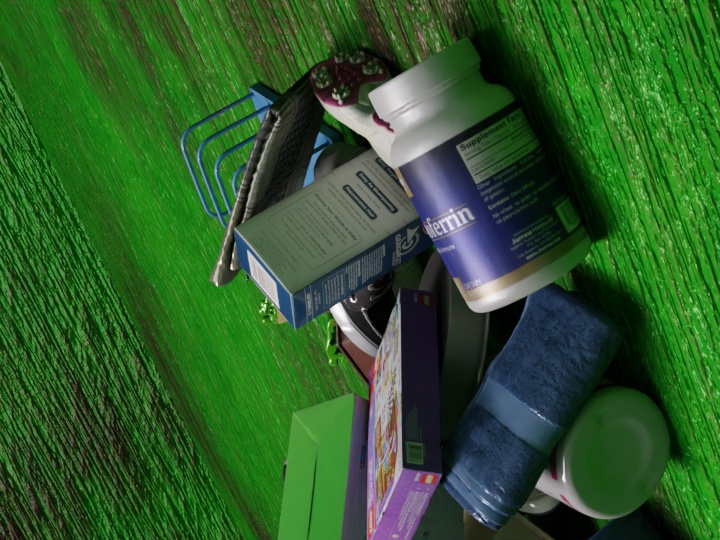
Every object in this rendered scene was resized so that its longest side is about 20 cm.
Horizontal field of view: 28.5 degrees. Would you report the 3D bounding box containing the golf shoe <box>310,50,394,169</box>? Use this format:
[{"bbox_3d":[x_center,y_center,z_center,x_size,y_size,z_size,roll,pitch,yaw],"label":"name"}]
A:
[{"bbox_3d":[0.019,-0.138,1.323,0.200,0.075,0.092,42,159,46],"label":"golf shoe"}]

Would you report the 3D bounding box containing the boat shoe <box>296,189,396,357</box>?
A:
[{"bbox_3d":[0.000,0.000,1.437,0.066,0.070,0.201,-17,107,43],"label":"boat shoe"}]

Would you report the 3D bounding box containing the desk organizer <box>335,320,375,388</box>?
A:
[{"bbox_3d":[0.047,0.103,1.614,0.200,0.076,0.072,55,-157,-43],"label":"desk organizer"}]

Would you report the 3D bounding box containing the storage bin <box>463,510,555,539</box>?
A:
[{"bbox_3d":[0.168,0.334,1.537,0.198,0.094,0.200,38,167,-16],"label":"storage bin"}]

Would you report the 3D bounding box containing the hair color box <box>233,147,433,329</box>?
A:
[{"bbox_3d":[-0.010,-0.040,1.343,0.100,0.199,0.061,48,158,29],"label":"hair color box"}]

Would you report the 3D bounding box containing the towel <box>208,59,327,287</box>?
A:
[{"bbox_3d":[-0.082,-0.095,1.406,0.034,0.193,0.202,23,115,4],"label":"towel"}]

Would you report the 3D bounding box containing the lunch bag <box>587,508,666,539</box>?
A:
[{"bbox_3d":[0.242,0.328,1.331,0.132,0.135,0.201,48,148,21],"label":"lunch bag"}]

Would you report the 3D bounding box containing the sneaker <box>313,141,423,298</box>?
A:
[{"bbox_3d":[0.021,-0.038,1.474,0.099,0.078,0.201,5,125,63],"label":"sneaker"}]

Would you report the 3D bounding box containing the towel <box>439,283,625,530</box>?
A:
[{"bbox_3d":[0.137,0.109,1.185,0.048,0.201,0.112,29,-175,-27],"label":"towel"}]

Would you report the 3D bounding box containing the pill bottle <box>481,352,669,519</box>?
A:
[{"bbox_3d":[0.175,0.139,1.271,0.200,0.113,0.114,19,137,63],"label":"pill bottle"}]

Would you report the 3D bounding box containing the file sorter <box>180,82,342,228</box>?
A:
[{"bbox_3d":[-0.103,-0.102,1.626,0.200,0.122,0.140,37,152,50],"label":"file sorter"}]

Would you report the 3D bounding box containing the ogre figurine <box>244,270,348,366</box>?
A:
[{"bbox_3d":[-0.049,0.035,1.688,0.120,0.198,0.099,-81,15,-60],"label":"ogre figurine"}]

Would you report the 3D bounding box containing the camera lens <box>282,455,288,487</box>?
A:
[{"bbox_3d":[0.016,0.254,1.742,0.160,0.199,0.161,50,161,25],"label":"camera lens"}]

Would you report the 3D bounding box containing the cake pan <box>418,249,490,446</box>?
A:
[{"bbox_3d":[0.080,0.066,1.347,0.200,0.036,0.203,-171,90,-81],"label":"cake pan"}]

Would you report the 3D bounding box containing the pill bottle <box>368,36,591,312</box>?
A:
[{"bbox_3d":[0.094,-0.078,1.145,0.201,0.115,0.116,61,162,-4],"label":"pill bottle"}]

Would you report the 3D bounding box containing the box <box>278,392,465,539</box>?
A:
[{"bbox_3d":[0.015,0.251,1.409,0.096,0.202,0.176,-19,144,39],"label":"box"}]

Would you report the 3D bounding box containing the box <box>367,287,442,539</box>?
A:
[{"bbox_3d":[0.039,0.136,1.293,0.137,0.039,0.201,109,167,-48],"label":"box"}]

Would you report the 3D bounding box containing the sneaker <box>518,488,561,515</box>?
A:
[{"bbox_3d":[0.172,0.231,1.507,0.085,0.075,0.200,58,169,-18],"label":"sneaker"}]
